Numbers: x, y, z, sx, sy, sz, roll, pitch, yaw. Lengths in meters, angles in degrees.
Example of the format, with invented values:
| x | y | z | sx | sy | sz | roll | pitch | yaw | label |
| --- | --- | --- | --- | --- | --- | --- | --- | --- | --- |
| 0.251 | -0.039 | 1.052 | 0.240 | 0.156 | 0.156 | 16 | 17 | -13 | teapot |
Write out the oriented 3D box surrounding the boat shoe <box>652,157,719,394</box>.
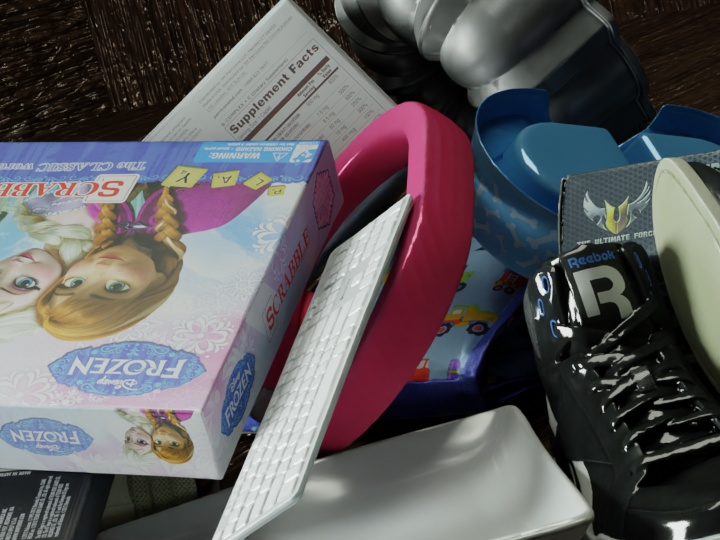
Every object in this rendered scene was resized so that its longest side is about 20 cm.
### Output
| x | y | z | sx | sy | sz | roll | pitch | yaw | label |
| --- | --- | --- | --- | --- | --- | --- | --- | --- | --- |
| 0.175 | 0.022 | 0.830 | 0.066 | 0.075 | 0.200 | -12 | 38 | -12 | boat shoe |

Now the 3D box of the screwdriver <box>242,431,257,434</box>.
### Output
| x | y | z | sx | sy | sz | roll | pitch | yaw | label |
| --- | --- | --- | --- | --- | --- | --- | --- | --- | --- |
| -0.089 | 0.091 | 1.164 | 0.199 | 0.029 | 0.028 | 2 | 15 | 28 | screwdriver |

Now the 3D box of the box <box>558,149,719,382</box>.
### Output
| x | y | z | sx | sy | sz | roll | pitch | yaw | label |
| --- | --- | --- | --- | --- | --- | --- | --- | --- | --- |
| 0.208 | -0.006 | 0.954 | 0.199 | 0.051 | 0.158 | -10 | -26 | 27 | box |

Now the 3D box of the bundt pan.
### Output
| x | y | z | sx | sy | sz | roll | pitch | yaw | label |
| --- | --- | --- | --- | --- | --- | --- | --- | --- | --- |
| 0.062 | -0.120 | 1.180 | 0.076 | 0.202 | 0.202 | -45 | 19 | -13 | bundt pan |

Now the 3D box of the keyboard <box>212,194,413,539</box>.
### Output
| x | y | z | sx | sy | sz | roll | pitch | yaw | label |
| --- | --- | --- | --- | --- | --- | --- | --- | --- | --- |
| -0.018 | 0.039 | 0.897 | 0.056 | 0.011 | 0.200 | -44 | 16 | 37 | keyboard |

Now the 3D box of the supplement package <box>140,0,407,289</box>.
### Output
| x | y | z | sx | sy | sz | roll | pitch | yaw | label |
| --- | --- | --- | --- | --- | --- | --- | --- | --- | --- |
| -0.051 | -0.051 | 1.212 | 0.156 | 0.111 | 0.200 | -45 | -2 | 2 | supplement package |

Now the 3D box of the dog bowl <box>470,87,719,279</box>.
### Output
| x | y | z | sx | sy | sz | roll | pitch | yaw | label |
| --- | --- | --- | --- | --- | --- | --- | --- | --- | --- |
| 0.137 | -0.034 | 1.078 | 0.200 | 0.050 | 0.112 | 4 | 41 | -30 | dog bowl |

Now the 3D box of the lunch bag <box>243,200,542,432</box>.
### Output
| x | y | z | sx | sy | sz | roll | pitch | yaw | label |
| --- | --- | --- | --- | --- | --- | --- | --- | --- | --- |
| 0.037 | 0.031 | 1.118 | 0.150 | 0.094 | 0.200 | -5 | 18 | 36 | lunch bag |

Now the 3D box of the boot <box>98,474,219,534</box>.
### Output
| x | y | z | sx | sy | sz | roll | pitch | yaw | label |
| --- | --- | --- | --- | --- | --- | --- | --- | --- | --- |
| -0.147 | 0.092 | 1.061 | 0.154 | 0.072 | 0.200 | -14 | 15 | -1 | boot |

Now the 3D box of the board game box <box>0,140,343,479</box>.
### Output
| x | y | z | sx | sy | sz | roll | pitch | yaw | label |
| --- | --- | --- | --- | --- | --- | --- | --- | --- | --- |
| -0.129 | 0.011 | 0.990 | 0.199 | 0.041 | 0.200 | 0 | 38 | 18 | board game box |

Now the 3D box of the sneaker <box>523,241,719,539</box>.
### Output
| x | y | z | sx | sy | sz | roll | pitch | yaw | label |
| --- | --- | --- | --- | --- | --- | --- | --- | --- | --- |
| 0.104 | 0.047 | 0.844 | 0.073 | 0.112 | 0.200 | -17 | 10 | -7 | sneaker |

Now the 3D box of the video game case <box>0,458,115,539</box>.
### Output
| x | y | z | sx | sy | sz | roll | pitch | yaw | label |
| --- | --- | --- | --- | --- | --- | --- | --- | --- | --- |
| -0.202 | 0.111 | 0.929 | 0.180 | 0.026 | 0.200 | -5 | 30 | 8 | video game case |

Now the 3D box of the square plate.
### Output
| x | y | z | sx | sy | sz | roll | pitch | yaw | label |
| --- | --- | --- | --- | --- | --- | --- | --- | --- | --- |
| -0.014 | 0.112 | 0.865 | 0.198 | 0.029 | 0.200 | -17 | 9 | -2 | square plate |

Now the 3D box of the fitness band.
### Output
| x | y | z | sx | sy | sz | roll | pitch | yaw | label |
| --- | --- | --- | --- | --- | --- | --- | --- | --- | --- |
| 0.000 | 0.000 | 1.018 | 0.144 | 0.037 | 0.200 | -50 | 20 | 29 | fitness band |
